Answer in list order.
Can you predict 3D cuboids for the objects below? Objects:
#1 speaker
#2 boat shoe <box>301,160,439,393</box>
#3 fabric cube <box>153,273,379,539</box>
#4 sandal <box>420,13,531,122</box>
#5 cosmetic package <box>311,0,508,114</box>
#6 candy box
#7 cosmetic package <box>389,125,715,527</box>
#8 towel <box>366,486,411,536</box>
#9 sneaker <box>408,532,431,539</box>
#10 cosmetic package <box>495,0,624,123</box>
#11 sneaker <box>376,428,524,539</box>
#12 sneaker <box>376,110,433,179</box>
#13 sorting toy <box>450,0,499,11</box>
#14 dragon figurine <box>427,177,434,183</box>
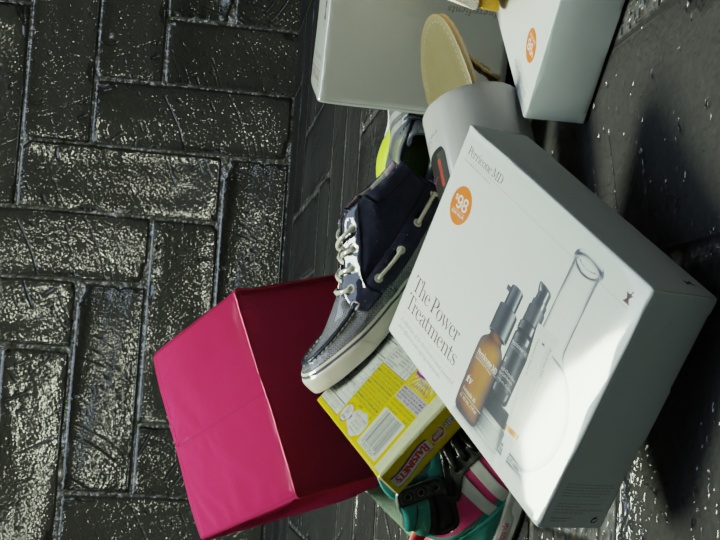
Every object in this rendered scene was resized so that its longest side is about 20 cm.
[{"bbox_3d":[0.100,-0.032,0.886,0.081,0.080,0.202,111,152,-61],"label":"speaker"},{"bbox_3d":[0.000,0.000,1.034,0.200,0.093,0.075,-48,13,-7],"label":"boat shoe"},{"bbox_3d":[-0.058,0.125,1.208,0.199,0.195,0.202,-35,69,53],"label":"fabric cube"},{"bbox_3d":[0.111,-0.108,1.008,0.077,0.069,0.214,-9,98,66],"label":"sandal"},{"bbox_3d":[0.048,-0.251,1.127,0.167,0.164,0.202,-108,24,-76],"label":"cosmetic package"},{"bbox_3d":[0.028,0.095,0.955,0.102,0.026,0.200,-45,17,-3],"label":"candy box"},{"bbox_3d":[0.101,0.027,0.733,0.200,0.051,0.152,51,125,51],"label":"cosmetic package"},{"bbox_3d":[0.042,0.156,1.264,0.152,0.023,0.202,34,122,51],"label":"towel"},{"bbox_3d":[0.066,0.268,1.060,0.200,0.077,0.091,-121,39,-76],"label":"sneaker"},{"bbox_3d":[0.142,-0.228,0.904,0.201,0.051,0.152,-96,11,-47],"label":"cosmetic package"},{"bbox_3d":[0.070,0.132,0.954,0.084,0.119,0.202,-99,17,-57],"label":"sneaker"},{"bbox_3d":[0.063,-0.172,1.364,0.081,0.073,0.202,-147,56,-69],"label":"sneaker"},{"bbox_3d":[0.066,-0.305,0.945,0.200,0.106,0.182,36,108,48],"label":"sorting toy"},{"bbox_3d":[0.060,-0.017,1.273,0.201,0.058,0.100,89,-179,-62],"label":"dragon figurine"}]
